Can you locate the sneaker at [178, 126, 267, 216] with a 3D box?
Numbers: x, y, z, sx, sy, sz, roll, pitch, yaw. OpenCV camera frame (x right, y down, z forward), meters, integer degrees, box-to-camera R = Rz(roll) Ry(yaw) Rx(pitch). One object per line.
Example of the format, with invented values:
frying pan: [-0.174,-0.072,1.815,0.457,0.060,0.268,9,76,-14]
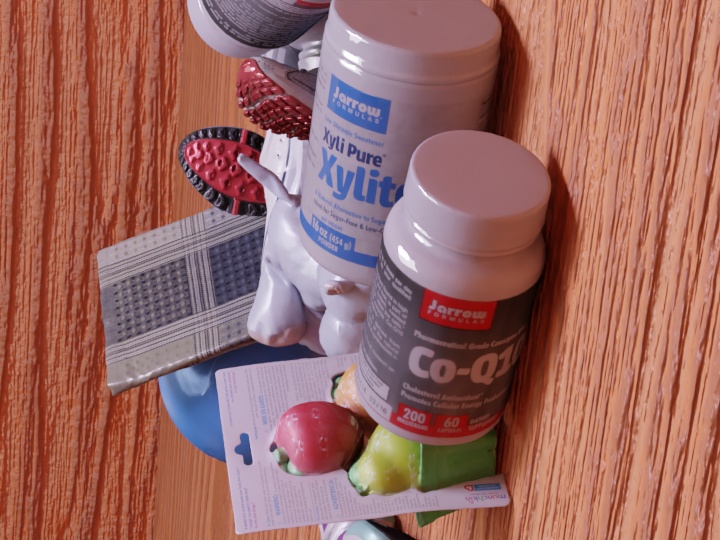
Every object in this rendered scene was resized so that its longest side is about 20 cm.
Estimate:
sneaker: [-0.082,-0.083,1.830,0.096,0.199,0.080,-156,84,-78]

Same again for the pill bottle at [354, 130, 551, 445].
pill bottle: [0.064,0.013,1.319,0.114,0.113,0.201,-102,17,-48]

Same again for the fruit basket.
fruit basket: [-0.002,0.127,1.429,0.186,0.198,0.094,-105,5,-52]

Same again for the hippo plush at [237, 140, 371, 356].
hippo plush: [0.000,0.000,1.673,0.160,0.159,0.201,26,123,49]

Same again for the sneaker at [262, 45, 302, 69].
sneaker: [-0.041,-0.176,1.865,0.200,0.075,0.116,51,-138,-57]

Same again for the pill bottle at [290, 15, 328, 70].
pill bottle: [-0.018,-0.269,1.764,0.109,0.108,0.202,156,115,-77]

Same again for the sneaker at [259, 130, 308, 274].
sneaker: [-0.059,-0.074,1.753,0.071,0.073,0.201,26,107,49]

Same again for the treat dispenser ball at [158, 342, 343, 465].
treat dispenser ball: [-0.101,0.095,1.899,0.201,0.199,0.203,-179,90,-78]

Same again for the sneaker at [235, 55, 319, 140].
sneaker: [-0.030,-0.152,1.644,0.077,0.199,0.083,-3,78,41]

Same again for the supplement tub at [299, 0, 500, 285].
supplement tub: [0.027,-0.101,1.435,0.132,0.131,0.201,-106,20,-55]

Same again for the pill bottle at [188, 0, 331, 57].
pill bottle: [-0.072,-0.254,1.615,0.200,0.113,0.115,155,117,-64]

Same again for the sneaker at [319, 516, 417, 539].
sneaker: [-0.019,0.275,1.690,0.141,0.077,0.200,-66,12,1]

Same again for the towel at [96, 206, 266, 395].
towel: [-0.158,0.021,1.836,0.035,0.199,0.193,62,-168,-46]
